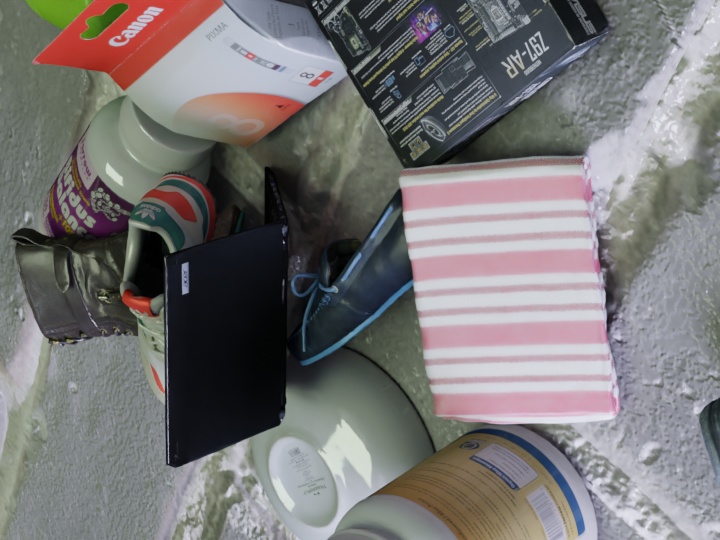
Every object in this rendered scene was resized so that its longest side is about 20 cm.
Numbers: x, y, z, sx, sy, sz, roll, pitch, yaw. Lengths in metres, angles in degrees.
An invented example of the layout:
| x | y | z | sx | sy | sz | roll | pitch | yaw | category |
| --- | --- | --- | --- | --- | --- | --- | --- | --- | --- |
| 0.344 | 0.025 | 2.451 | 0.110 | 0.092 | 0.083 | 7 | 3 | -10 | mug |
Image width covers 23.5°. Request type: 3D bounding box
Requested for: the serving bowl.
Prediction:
| x | y | z | sx | sy | sz | roll | pitch | yaw | category |
| --- | --- | --- | --- | --- | --- | --- | --- | --- | --- |
| -0.027 | 0.167 | 1.478 | 0.199 | 0.066 | 0.202 | 22 | 123 | 38 | serving bowl |

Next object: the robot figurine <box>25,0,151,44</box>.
| x | y | z | sx | sy | sz | roll | pitch | yaw | category |
| --- | --- | --- | --- | --- | --- | --- | --- | --- | --- |
| -0.205 | -0.243 | 1.400 | 0.199 | 0.116 | 0.176 | 25 | 146 | 47 | robot figurine |

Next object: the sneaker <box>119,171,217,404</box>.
| x | y | z | sx | sy | sz | roll | pitch | yaw | category |
| --- | --- | --- | --- | --- | --- | --- | --- | --- | --- |
| -0.159 | 0.028 | 1.355 | 0.070 | 0.093 | 0.201 | 13 | 116 | 19 | sneaker |

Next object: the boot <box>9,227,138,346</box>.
| x | y | z | sx | sy | sz | roll | pitch | yaw | category |
| --- | --- | --- | --- | --- | --- | --- | --- | --- | --- |
| -0.198 | 0.041 | 1.479 | 0.173 | 0.069 | 0.201 | -12 | 108 | 31 | boot |

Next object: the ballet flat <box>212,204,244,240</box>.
| x | y | z | sx | sy | sz | roll | pitch | yaw | category |
| --- | --- | --- | --- | --- | --- | --- | --- | --- | --- |
| -0.148 | 0.023 | 1.517 | 0.067 | 0.068 | 0.201 | 13 | 125 | -2 | ballet flat |

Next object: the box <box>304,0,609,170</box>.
| x | y | z | sx | sy | sz | roll | pitch | yaw | category |
| --- | --- | --- | --- | --- | --- | --- | --- | --- | --- |
| 0.063 | -0.181 | 1.228 | 0.200 | 0.043 | 0.161 | -38 | 81 | 48 | box |

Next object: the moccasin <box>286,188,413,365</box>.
| x | y | z | sx | sy | sz | roll | pitch | yaw | category |
| --- | --- | --- | --- | --- | --- | --- | --- | --- | --- |
| 0.000 | 0.000 | 1.364 | 0.068 | 0.081 | 0.200 | 45 | 126 | -4 | moccasin |

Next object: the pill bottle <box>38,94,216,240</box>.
| x | y | z | sx | sy | sz | roll | pitch | yaw | category |
| --- | --- | --- | --- | --- | --- | --- | --- | --- | --- |
| -0.196 | -0.080 | 1.490 | 0.113 | 0.112 | 0.200 | 53 | 137 | 11 | pill bottle |

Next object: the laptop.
| x | y | z | sx | sy | sz | roll | pitch | yaw | category |
| --- | --- | --- | --- | --- | --- | --- | --- | --- | --- |
| -0.110 | 0.032 | 1.383 | 0.200 | 0.102 | 0.179 | -111 | 22 | -66 | laptop |

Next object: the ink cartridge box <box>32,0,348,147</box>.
| x | y | z | sx | sy | sz | roll | pitch | yaw | category |
| --- | --- | --- | --- | --- | --- | --- | --- | --- | --- |
| -0.125 | -0.157 | 1.319 | 0.162 | 0.199 | 0.051 | -30 | 63 | 48 | ink cartridge box |

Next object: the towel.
| x | y | z | sx | sy | sz | roll | pitch | yaw | category |
| --- | --- | --- | --- | --- | --- | --- | --- | --- | --- |
| 0.109 | 0.015 | 1.262 | 0.145 | 0.030 | 0.202 | -2 | 106 | 24 | towel |

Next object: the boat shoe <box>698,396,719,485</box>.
| x | y | z | sx | sy | sz | roll | pitch | yaw | category |
| --- | --- | --- | --- | --- | --- | --- | --- | --- | --- |
| 0.304 | 0.157 | 1.141 | 0.091 | 0.071 | 0.201 | -39 | 74 | 49 | boat shoe |

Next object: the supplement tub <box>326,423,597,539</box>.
| x | y | z | sx | sy | sz | roll | pitch | yaw | category |
| --- | --- | --- | --- | --- | --- | --- | --- | --- | --- |
| 0.068 | 0.215 | 1.304 | 0.144 | 0.199 | 0.146 | 22 | 124 | 37 | supplement tub |
